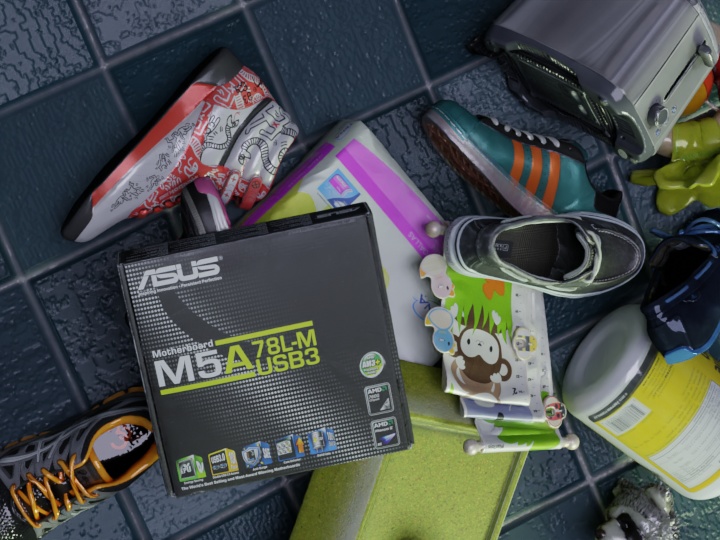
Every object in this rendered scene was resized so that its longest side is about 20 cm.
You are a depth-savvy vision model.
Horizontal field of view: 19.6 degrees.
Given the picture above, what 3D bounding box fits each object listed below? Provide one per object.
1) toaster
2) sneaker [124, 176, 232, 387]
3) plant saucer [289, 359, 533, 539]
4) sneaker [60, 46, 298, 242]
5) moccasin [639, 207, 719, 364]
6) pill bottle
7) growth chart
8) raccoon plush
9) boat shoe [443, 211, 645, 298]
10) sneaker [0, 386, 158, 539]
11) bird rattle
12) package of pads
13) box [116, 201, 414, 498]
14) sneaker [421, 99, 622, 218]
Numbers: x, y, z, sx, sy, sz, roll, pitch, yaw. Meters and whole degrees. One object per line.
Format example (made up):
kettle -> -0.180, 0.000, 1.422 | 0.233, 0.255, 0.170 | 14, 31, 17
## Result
toaster -> 0.198, -0.187, 1.711 | 0.129, 0.200, 0.114 | -48, 138, -11
sneaker -> -0.143, 0.021, 1.648 | 0.087, 0.074, 0.201 | -4, 122, -11
plant saucer -> 0.054, 0.182, 1.714 | 0.199, 0.048, 0.201 | 13, 101, -34
sneaker -> -0.138, -0.072, 1.663 | 0.108, 0.067, 0.202 | 44, 79, -13
moccasin -> 0.279, -0.004, 1.741 | 0.080, 0.200, 0.068 | -28, 110, 27
pill bottle -> 0.278, 0.126, 1.786 | 0.200, 0.112, 0.112 | 36, 84, -17
growth chart -> 0.111, 0.056, 1.702 | 0.144, 0.018, 0.201 | -6, 87, -39
raccoon plush -> 0.279, 0.258, 1.833 | 0.199, 0.096, 0.135 | 17, 75, -47
boat shoe -> 0.163, -0.010, 1.690 | 0.199, 0.071, 0.073 | -1, 97, -34
sneaker -> -0.233, 0.161, 1.652 | 0.200, 0.077, 0.078 | -36, 106, -9
bird rattle -> 0.293, -0.154, 1.775 | 0.163, 0.113, 0.200 | 36, 81, 0
package of pads -> 0.000, 0.000, 1.711 | 0.154, 0.068, 0.200 | -44, 106, -9
box -> -0.071, 0.061, 1.599 | 0.199, 0.048, 0.194 | -11, 108, -3
sneaker -> 0.138, -0.091, 1.748 | 0.200, 0.071, 0.080 | 39, 83, -25
